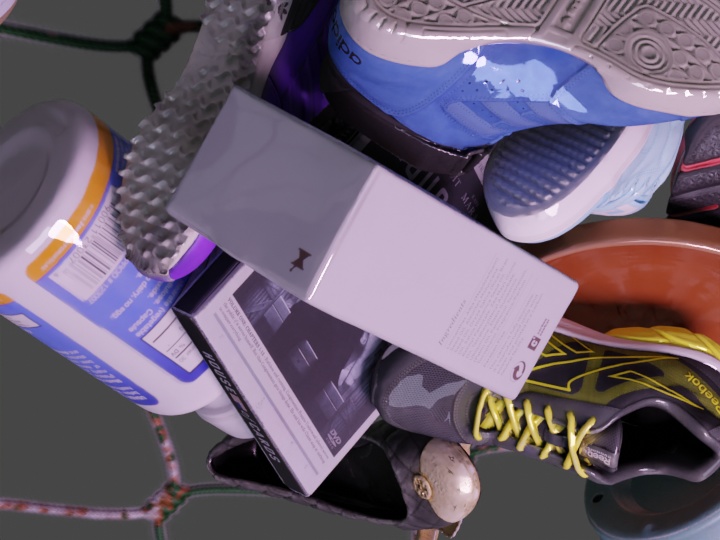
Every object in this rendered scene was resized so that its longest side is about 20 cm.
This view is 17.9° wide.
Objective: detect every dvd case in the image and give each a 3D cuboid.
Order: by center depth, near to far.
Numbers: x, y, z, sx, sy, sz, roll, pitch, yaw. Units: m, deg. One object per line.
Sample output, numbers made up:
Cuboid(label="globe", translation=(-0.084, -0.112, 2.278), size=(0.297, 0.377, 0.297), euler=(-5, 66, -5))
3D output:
Cuboid(label="dvd case", translation=(0.000, 0.000, 1.210), size=(0.200, 0.025, 0.151), euler=(-48, 134, -20))

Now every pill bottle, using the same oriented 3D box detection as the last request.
Cuboid(label="pill bottle", translation=(-0.114, 0.007, 1.207), size=(0.112, 0.112, 0.200), euler=(-38, 127, 19))

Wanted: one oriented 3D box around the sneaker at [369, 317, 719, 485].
Cuboid(label="sneaker", translation=(0.104, 0.068, 1.200), size=(0.199, 0.085, 0.075), euler=(0, 123, -2))

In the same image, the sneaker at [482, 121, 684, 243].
Cuboid(label="sneaker", translation=(0.126, -0.055, 1.152), size=(0.074, 0.200, 0.082), euler=(-4, 119, 33))

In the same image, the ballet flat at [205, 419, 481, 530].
Cuboid(label="ballet flat", translation=(-0.008, 0.117, 1.287), size=(0.057, 0.199, 0.067), euler=(-20, 103, -40))

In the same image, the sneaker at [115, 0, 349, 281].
Cuboid(label="sneaker", translation=(-0.044, -0.079, 1.136), size=(0.099, 0.069, 0.201), euler=(27, 85, -45))

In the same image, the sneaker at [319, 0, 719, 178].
Cuboid(label="sneaker", translation=(0.079, -0.092, 1.080), size=(0.199, 0.077, 0.111), euler=(5, 152, -12))

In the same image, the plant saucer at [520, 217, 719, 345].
Cuboid(label="plant saucer", translation=(0.154, 0.035, 1.258), size=(0.199, 0.032, 0.201), euler=(4, 142, 3))

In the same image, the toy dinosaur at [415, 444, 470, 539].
Cuboid(label="toy dinosaur", translation=(0.047, 0.102, 1.327), size=(0.058, 0.101, 0.201), euler=(0, 126, -15))

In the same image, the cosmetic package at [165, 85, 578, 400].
Cuboid(label="cosmetic package", translation=(0.010, -0.010, 1.105), size=(0.200, 0.101, 0.071), euler=(26, 94, -55))

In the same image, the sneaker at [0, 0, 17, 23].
Cuboid(label="sneaker", translation=(-0.267, -0.147, 1.073), size=(0.199, 0.070, 0.109), euler=(-10, 132, -1))

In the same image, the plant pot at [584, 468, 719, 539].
Cuboid(label="plant pot", translation=(0.236, 0.170, 1.379), size=(0.199, 0.200, 0.188), euler=(-31, 117, 14))

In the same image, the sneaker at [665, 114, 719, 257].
Cuboid(label="sneaker", translation=(0.209, -0.036, 1.259), size=(0.073, 0.087, 0.201), euler=(-7, 140, 13))
